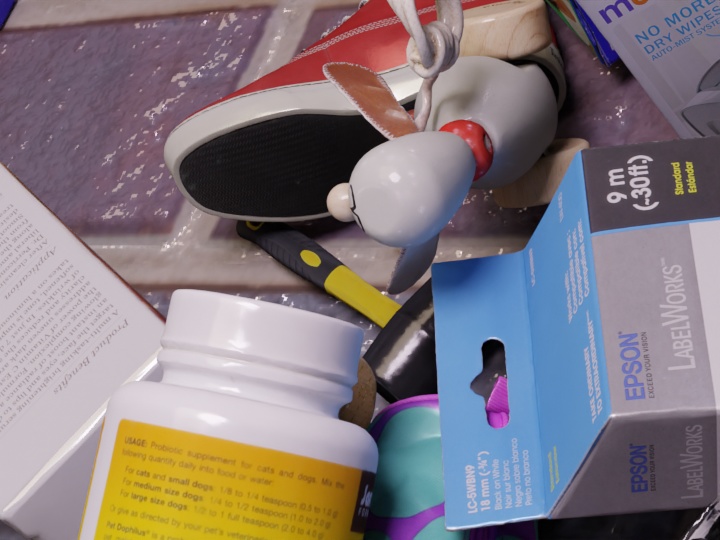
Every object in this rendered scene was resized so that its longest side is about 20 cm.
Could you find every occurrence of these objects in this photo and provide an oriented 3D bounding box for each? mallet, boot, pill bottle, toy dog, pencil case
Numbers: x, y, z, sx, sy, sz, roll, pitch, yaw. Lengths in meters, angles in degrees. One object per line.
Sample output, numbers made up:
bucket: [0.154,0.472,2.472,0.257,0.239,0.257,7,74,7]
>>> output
mallet: [0.000,0.000,1.203,0.066,0.041,0.200,-44,36,0]
boot: [-0.004,-0.107,1.259,0.199,0.073,0.145,-17,43,7]
pill bottle: [-0.056,0.113,0.980,0.109,0.109,0.201,7,83,43]
toy dog: [0.026,-0.058,1.108,0.096,0.200,0.133,-12,81,27]
pencil case: [0.034,0.146,1.002,0.092,0.085,0.201,127,156,-46]

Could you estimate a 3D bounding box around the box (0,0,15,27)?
box: [-0.285,-0.249,1.602,0.199,0.105,0.185,1,58,40]

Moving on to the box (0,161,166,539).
box: [-0.120,0.065,1.152,0.106,0.152,0.200,-46,40,-4]

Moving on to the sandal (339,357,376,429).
sandal: [-0.036,0.135,1.053,0.069,0.077,0.213,20,86,48]

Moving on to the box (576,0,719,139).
box: [0.198,-0.142,1.048,0.199,0.177,0.097,-29,42,16]

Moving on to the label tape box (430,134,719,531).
label tape box: [0.126,0.020,0.997,0.199,0.063,0.145,-6,48,4]

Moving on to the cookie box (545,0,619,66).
cookie box: [0.121,-0.223,1.217,0.171,0.075,0.200,-36,53,-2]

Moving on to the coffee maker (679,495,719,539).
coffee maker: [0.158,0.192,0.796,0.200,0.134,0.193,29,100,53]
